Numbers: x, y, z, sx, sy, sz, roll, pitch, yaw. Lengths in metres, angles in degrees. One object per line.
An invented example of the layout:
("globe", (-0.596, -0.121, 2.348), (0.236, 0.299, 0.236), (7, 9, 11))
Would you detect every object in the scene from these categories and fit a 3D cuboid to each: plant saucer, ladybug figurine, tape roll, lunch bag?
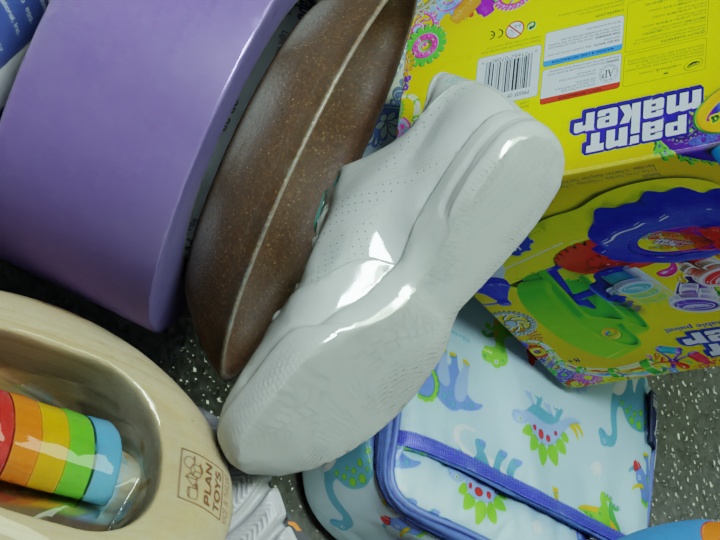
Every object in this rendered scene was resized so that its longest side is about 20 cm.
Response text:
("plant saucer", (-0.032, -0.047, 1.135), (0.037, 0.201, 0.201), (24, 46, 6))
("ladybug figurine", (-0.144, 0.082, 1.072), (0.200, 0.072, 0.136), (24, 51, -28))
("tape roll", (-0.084, -0.080, 1.121), (0.085, 0.200, 0.200), (24, 46, 5))
("lunch bag", (0.066, 0.091, 1.303), (0.200, 0.082, 0.161), (30, 55, -33))

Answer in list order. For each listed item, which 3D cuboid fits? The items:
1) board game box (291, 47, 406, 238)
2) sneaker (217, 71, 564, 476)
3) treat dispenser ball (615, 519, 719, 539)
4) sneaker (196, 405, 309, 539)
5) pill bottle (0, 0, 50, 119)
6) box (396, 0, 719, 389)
("board game box", (-0.005, -0.122, 1.293), (0.200, 0.043, 0.199), (-40, 95, -32))
("sneaker", (0.000, 0.000, 1.123), (0.088, 0.200, 0.075), (41, 0, 39))
("treat dispenser ball", (0.166, 0.219, 1.208), (0.201, 0.201, 0.201), (23, 56, -39))
("sneaker", (-0.044, 0.151, 1.165), (0.200, 0.078, 0.112), (51, -6, 21))
("pill bottle", (-0.178, -0.118, 1.115), (0.111, 0.111, 0.200), (53, 42, -14))
("box", (0.150, -0.050, 1.207), (0.193, 0.200, 0.122), (42, 46, -47))
